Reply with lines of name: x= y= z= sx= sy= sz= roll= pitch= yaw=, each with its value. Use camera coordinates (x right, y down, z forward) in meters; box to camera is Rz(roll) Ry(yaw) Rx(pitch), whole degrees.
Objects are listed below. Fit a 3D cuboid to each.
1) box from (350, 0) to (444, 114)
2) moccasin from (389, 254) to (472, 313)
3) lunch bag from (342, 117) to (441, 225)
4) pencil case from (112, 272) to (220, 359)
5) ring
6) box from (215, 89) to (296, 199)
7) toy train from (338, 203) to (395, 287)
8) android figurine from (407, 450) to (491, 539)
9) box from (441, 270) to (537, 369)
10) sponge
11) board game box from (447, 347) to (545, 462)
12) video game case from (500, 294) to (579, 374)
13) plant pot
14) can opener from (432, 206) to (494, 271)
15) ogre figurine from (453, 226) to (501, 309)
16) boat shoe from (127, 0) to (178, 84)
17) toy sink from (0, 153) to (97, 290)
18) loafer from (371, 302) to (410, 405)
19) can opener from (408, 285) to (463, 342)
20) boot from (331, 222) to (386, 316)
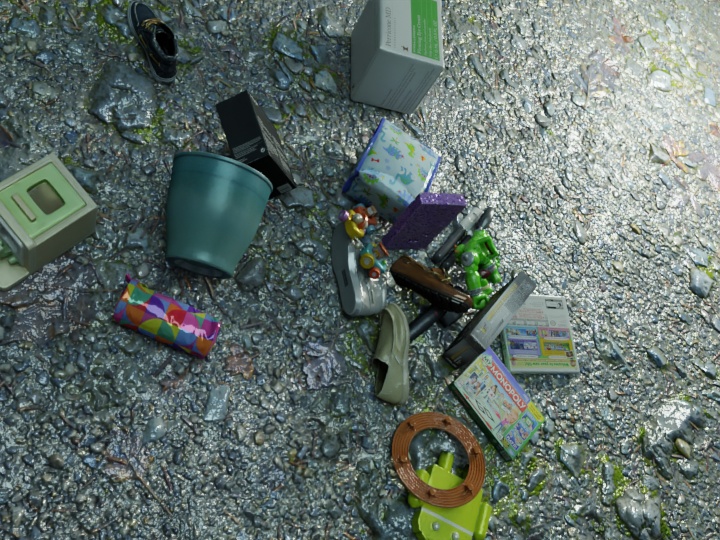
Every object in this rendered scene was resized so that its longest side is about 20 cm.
box: x=0.082 y=-0.518 z=1.736 sx=0.166 sy=0.200 sz=0.205 roll=9 pitch=65 yaw=-18
moccasin: x=0.155 y=0.025 z=1.563 sx=0.199 sy=0.074 sz=0.078 roll=27 pitch=66 yaw=37
lunch bag: x=0.076 y=-0.223 z=1.647 sx=0.168 sy=0.127 sz=0.203 roll=31 pitch=62 yaw=-8
pencil case: x=-0.351 y=0.085 z=1.342 sx=0.196 sy=0.088 sz=0.090 roll=28 pitch=59 yaw=-13
ring: x=0.156 y=0.365 z=1.452 sx=0.194 sy=0.019 sz=0.204 roll=10 pitch=47 yaw=-10
box: x=-0.205 y=-0.246 z=1.482 sx=0.077 sy=0.200 sz=0.145 roll=-19 pitch=75 yaw=6
toy train: x=0.027 y=-0.070 z=1.546 sx=0.149 sy=0.055 sz=0.204 roll=18 pitch=43 yaw=-57
android figurine: x=0.171 y=0.464 z=1.441 sx=0.179 sy=0.041 sz=0.203 roll=30 pitch=57 yaw=-10
box: x=0.270 y=0.107 z=1.561 sx=0.048 sy=0.159 sz=0.200 roll=42 pitch=64 yaw=4
sponge: x=0.132 y=-0.102 z=1.576 sx=0.109 sy=0.200 sz=0.031 roll=-1 pitch=65 yaw=-25
board game box: x=0.292 y=0.283 z=1.583 sx=0.134 sy=0.029 sz=0.201 roll=-37 pitch=86 yaw=-31
video game case: x=0.404 y=0.145 z=1.699 sx=0.194 sy=0.022 sz=0.187 roll=4 pitch=66 yaw=-24
plant pot: x=-0.281 y=-0.093 z=1.395 sx=0.195 sy=0.199 sz=0.193 roll=17 pitch=75 yaw=-16
can opener: x=0.241 y=-0.082 z=1.696 sx=0.053 sy=0.067 sz=0.200 roll=44 pitch=57 yaw=0
ogre figurine: x=0.264 y=-0.014 z=1.631 sx=0.199 sy=0.097 sz=0.122 roll=-39 pitch=117 yaw=-37
boat shoe: x=-0.430 y=-0.503 z=1.557 sx=0.069 sy=0.091 sz=0.204 roll=-20 pitch=77 yaw=-30
toy sink: x=-0.580 y=-0.087 z=1.293 sx=0.131 sy=0.112 sz=0.199 roll=48 pitch=58 yaw=2
loafer: x=0.058 y=0.166 z=1.489 sx=0.066 sy=0.075 sz=0.206 roll=2 pitch=76 yaw=-24
can opener: x=0.154 y=0.098 z=1.579 sx=0.198 sy=0.063 sz=0.079 roll=-32 pitch=81 yaw=-32
boot: x=0.000 y=0.000 z=1.558 sx=0.094 sy=0.073 sz=0.206 roll=5 pitch=68 yaw=-37
